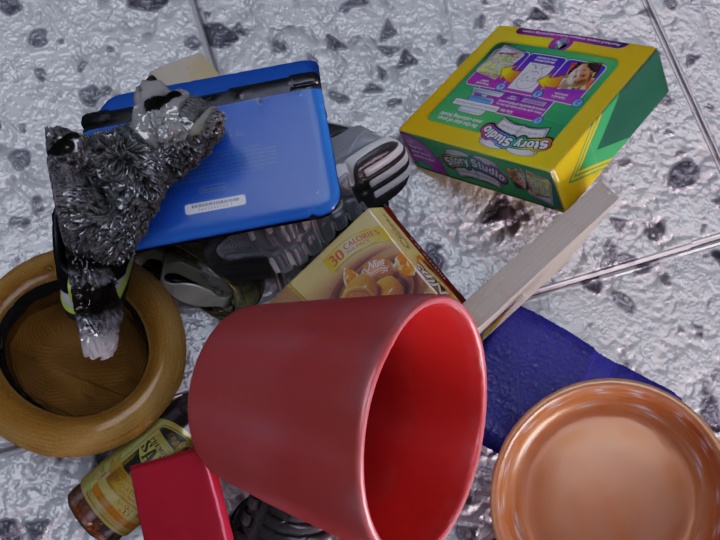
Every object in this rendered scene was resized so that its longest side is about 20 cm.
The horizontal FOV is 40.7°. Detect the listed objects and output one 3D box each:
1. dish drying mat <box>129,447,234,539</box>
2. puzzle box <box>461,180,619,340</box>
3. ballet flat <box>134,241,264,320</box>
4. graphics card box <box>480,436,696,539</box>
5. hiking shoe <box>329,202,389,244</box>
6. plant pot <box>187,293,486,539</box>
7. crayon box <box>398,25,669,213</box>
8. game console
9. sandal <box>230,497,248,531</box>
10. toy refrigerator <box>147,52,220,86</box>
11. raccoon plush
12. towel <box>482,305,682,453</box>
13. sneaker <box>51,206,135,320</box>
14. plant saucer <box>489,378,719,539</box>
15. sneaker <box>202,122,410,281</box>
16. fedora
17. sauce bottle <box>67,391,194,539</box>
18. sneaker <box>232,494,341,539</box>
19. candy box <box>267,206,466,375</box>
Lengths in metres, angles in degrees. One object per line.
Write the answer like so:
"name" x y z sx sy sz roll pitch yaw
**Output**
"dish drying mat" -0.129 0.245 0.775 0.076 0.018 0.201 -18 81 17
"puzzle box" 0.139 0.012 0.869 0.200 0.133 0.025 -39 78 -27
"ballet flat" -0.186 -0.011 0.906 0.199 0.071 0.071 26 70 -1
"graphics card box" 0.195 0.250 0.846 0.200 0.051 0.126 -37 86 1
"hiking shoe" 0.000 0.000 0.913 0.075 0.101 0.201 -3 72 -9
"plant pot" -0.021 0.105 0.747 0.176 0.200 0.202 7 67 31
"crayon box" 0.166 -0.156 0.952 0.199 0.058 0.173 24 65 45
"game console" -0.123 -0.103 0.832 0.198 0.118 0.172 -11 81 1
"sandal" -0.019 0.249 0.858 0.199 0.043 0.076 25 71 2
"toy refrigerator" -0.126 -0.107 0.940 0.070 0.076 0.200 -31 76 -36
"raccoon plush" -0.159 -0.044 0.742 0.133 0.097 0.201 -9 110 -13
"towel" 0.191 0.136 0.924 0.199 0.050 0.148 31 64 4
"sneaker" -0.224 -0.050 0.836 0.071 0.083 0.201 -6 54 -2
"plant saucer" 0.206 0.190 0.805 0.199 0.037 0.202 0 86 4
"sneaker" -0.062 -0.070 0.868 0.199 0.075 0.116 -29 40 -14
"fedora" -0.248 0.078 0.864 0.199 0.082 0.202 0 66 1
"sauce bottle" -0.159 0.149 0.839 0.200 0.066 0.066 -43 81 -1
"sneaker" -0.101 0.226 0.812 0.198 0.071 0.100 -4 93 13
"candy box" -0.017 0.051 0.862 0.200 0.055 0.116 -43 78 21
